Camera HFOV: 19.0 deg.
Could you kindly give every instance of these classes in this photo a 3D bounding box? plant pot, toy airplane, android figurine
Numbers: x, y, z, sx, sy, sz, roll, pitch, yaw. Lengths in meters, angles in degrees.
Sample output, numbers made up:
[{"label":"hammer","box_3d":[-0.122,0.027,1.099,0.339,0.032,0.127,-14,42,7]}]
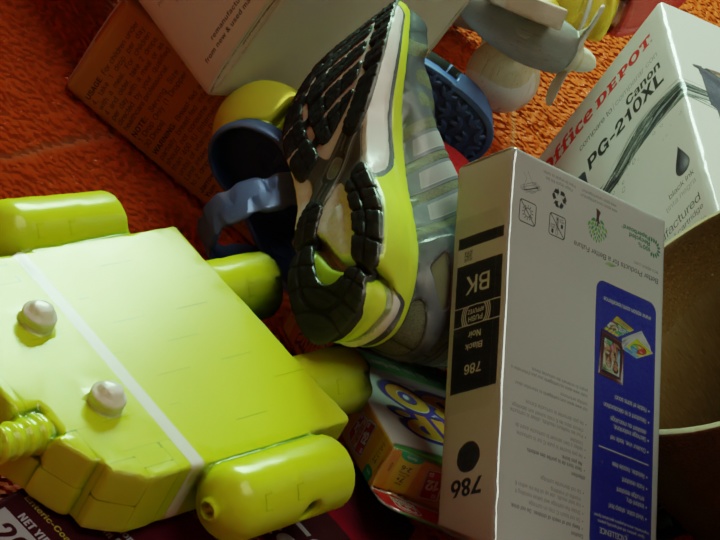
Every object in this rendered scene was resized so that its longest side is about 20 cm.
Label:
[{"label":"plant pot","box_3d":[0.226,0.087,1.001,0.200,0.186,0.187,56,27,-23]},{"label":"toy airplane","box_3d":[0.074,-0.162,1.262,0.199,0.142,0.200,11,17,31]},{"label":"android figurine","box_3d":[-0.086,0.037,0.852,0.200,0.041,0.182,-8,48,-49]}]

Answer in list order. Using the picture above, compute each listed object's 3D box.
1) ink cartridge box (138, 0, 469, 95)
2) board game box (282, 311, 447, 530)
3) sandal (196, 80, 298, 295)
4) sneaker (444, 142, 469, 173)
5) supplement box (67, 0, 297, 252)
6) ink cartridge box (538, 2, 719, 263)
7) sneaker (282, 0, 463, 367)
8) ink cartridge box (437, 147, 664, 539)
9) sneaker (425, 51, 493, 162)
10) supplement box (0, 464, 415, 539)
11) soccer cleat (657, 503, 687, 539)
[{"label":"ink cartridge box","box_3d":[-0.060,-0.183,1.090,0.147,0.086,0.200,-4,49,-50]},{"label":"board game box","box_3d":[0.029,0.071,0.971,0.095,0.030,0.200,24,15,-21]},{"label":"sandal","box_3d":[0.000,0.000,1.001,0.200,0.080,0.087,33,44,4]},{"label":"sneaker","box_3d":[0.081,-0.021,1.116,0.071,0.113,0.200,14,40,-33]},{"label":"supplement box","box_3d":[-0.047,-0.063,1.088,0.200,0.069,0.067,38,31,4]},{"label":"ink cartridge box","box_3d":[0.171,-0.026,1.179,0.084,0.145,0.200,22,36,-21]},{"label":"sneaker","box_3d":[0.015,-0.036,0.952,0.081,0.074,0.200,31,44,-31]},{"label":"ink cartridge box","box_3d":[0.080,0.058,0.889,0.099,0.039,0.201,24,60,-37]},{"label":"sneaker","box_3d":[-0.010,-0.131,1.203,0.200,0.070,0.078,28,39,-15]},{"label":"supplement box","box_3d":[-0.074,0.119,0.850,0.109,0.061,0.200,45,32,10]},{"label":"soccer cleat","box_3d":[0.177,0.098,1.108,0.200,0.065,0.084,-3,56,-44]}]
